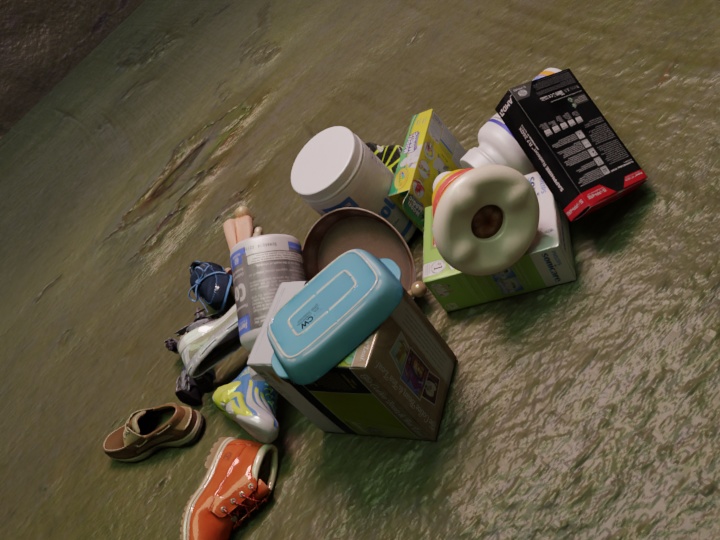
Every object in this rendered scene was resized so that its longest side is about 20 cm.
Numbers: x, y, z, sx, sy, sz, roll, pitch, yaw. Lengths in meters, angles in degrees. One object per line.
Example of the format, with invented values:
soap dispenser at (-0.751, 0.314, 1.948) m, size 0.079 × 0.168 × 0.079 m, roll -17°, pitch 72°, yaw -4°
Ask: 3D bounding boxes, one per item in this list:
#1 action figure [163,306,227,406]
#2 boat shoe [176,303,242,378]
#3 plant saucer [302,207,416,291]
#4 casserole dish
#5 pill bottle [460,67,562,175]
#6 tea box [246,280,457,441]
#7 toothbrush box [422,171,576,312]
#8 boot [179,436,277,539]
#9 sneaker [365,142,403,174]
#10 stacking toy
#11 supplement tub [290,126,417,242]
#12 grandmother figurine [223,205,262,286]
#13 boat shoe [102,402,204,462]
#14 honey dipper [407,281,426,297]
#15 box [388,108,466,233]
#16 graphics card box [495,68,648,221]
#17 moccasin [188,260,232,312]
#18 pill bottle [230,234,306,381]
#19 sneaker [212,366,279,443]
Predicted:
action figure at (-0.284, 0.134, 1.274) m, size 0.129 × 0.069 × 0.201 m, roll -32°, pitch 39°, yaw 18°
boat shoe at (-0.198, 0.101, 1.173) m, size 0.201 × 0.075 × 0.065 m, roll -27°, pitch 58°, yaw -6°
plant saucer at (0.000, 0.000, 1.114) m, size 0.199 × 0.202 × 0.034 m, roll -11°, pitch 10°, yaw 29°
casserole dish at (-0.038, 0.049, 0.879) m, size 0.200 × 0.039 × 0.121 m, roll -42°, pitch 41°, yaw 0°
pill bottle at (0.255, -0.208, 1.127) m, size 0.200 × 0.112 × 0.112 m, roll -43°, pitch 41°, yaw -2°
tea box at (-0.006, 0.121, 0.972) m, size 0.195 × 0.200 × 0.135 m, roll -2°, pitch 53°, yaw 34°
toothbrush box at (0.196, -0.041, 1.047) m, size 0.198 × 0.086 × 0.147 m, roll -18°, pitch 47°, yaw 26°
boot at (-0.183, 0.331, 1.024) m, size 0.106 × 0.075 × 0.201 m, roll -5°, pitch 51°, yaw 28°
sneaker at (0.054, -0.187, 1.301) m, size 0.200 × 0.076 × 0.076 m, roll 29°, pitch 109°, yaw 63°
stacking toy at (0.141, -0.093, 0.994) m, size 0.146 × 0.146 × 0.200 m, roll -38°, pitch 27°, yaw 2°
supplement tub at (-0.004, -0.122, 1.172) m, size 0.131 × 0.200 × 0.133 m, roll -22°, pitch 50°, yaw 29°
grandmother figurine at (-0.227, -0.031, 1.374) m, size 0.122 × 0.060 × 0.201 m, roll -60°, pitch 29°, yaw 29°
boat shoe at (-0.356, 0.262, 1.210) m, size 0.198 × 0.074 × 0.076 m, roll -21°, pitch 44°, yaw 21°
honey dipper at (0.026, 0.068, 1.069) m, size 0.199 × 0.038 × 0.038 m, roll -34°, pitch 37°, yaw 38°
box at (0.111, -0.148, 1.179) m, size 0.048 × 0.117 × 0.202 m, roll -13°, pitch 48°, yaw 38°
graphics card box at (0.292, -0.178, 1.008) m, size 0.125 × 0.051 × 0.201 m, roll -24°, pitch 76°, yaw -26°
moccasin at (-0.282, 0.028, 1.319) m, size 0.081 × 0.068 × 0.200 m, roll -69°, pitch 21°, yaw 0°
pill bottle at (-0.131, 0.058, 1.091) m, size 0.113 × 0.114 × 0.202 m, roll -18°, pitch 71°, yaw 24°
sneaker at (-0.157, 0.189, 1.105) m, size 0.105 × 0.076 × 0.199 m, roll -48°, pitch 28°, yaw -18°
